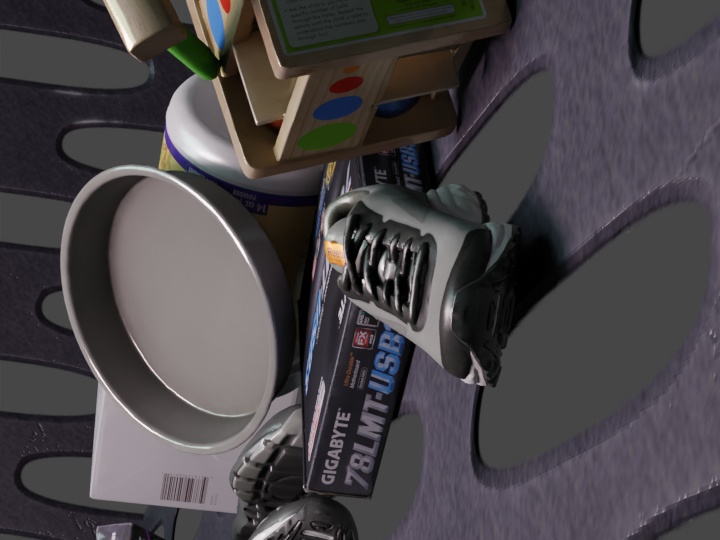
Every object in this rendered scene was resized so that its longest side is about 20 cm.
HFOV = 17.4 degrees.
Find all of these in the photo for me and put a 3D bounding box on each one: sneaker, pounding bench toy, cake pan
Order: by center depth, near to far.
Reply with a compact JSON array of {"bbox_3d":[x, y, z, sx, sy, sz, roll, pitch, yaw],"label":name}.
[{"bbox_3d":[0.027,0.003,1.093,0.200,0.079,0.074,-129,48,-76],"label":"sneaker"},{"bbox_3d":[-0.047,-0.131,1.236,0.156,0.199,0.125,117,137,-66],"label":"pounding bench toy"},{"bbox_3d":[-0.043,0.177,1.485,0.200,0.073,0.080,114,166,-64],"label":"sneaker"},{"bbox_3d":[-0.118,0.022,1.549,0.037,0.200,0.201,-26,-41,-44],"label":"cake pan"},{"bbox_3d":[-0.053,0.128,1.580,0.200,0.075,0.080,112,165,-59],"label":"sneaker"}]

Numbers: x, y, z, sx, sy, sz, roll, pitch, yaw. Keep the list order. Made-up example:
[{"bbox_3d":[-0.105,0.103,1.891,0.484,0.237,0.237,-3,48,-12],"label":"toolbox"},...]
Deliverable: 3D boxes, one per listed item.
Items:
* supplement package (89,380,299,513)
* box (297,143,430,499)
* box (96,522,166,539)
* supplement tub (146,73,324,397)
[{"bbox_3d":[-0.134,0.073,1.906,0.200,0.151,0.151,-95,14,-56],"label":"supplement package"},{"bbox_3d":[0.000,0.000,1.429,0.199,0.049,0.201,-93,12,-54],"label":"box"},{"bbox_3d":[-0.117,0.271,1.611,0.200,0.036,0.144,35,-129,-48],"label":"box"},{"bbox_3d":[-0.075,-0.026,1.618,0.146,0.144,0.201,-95,15,-56],"label":"supplement tub"}]
